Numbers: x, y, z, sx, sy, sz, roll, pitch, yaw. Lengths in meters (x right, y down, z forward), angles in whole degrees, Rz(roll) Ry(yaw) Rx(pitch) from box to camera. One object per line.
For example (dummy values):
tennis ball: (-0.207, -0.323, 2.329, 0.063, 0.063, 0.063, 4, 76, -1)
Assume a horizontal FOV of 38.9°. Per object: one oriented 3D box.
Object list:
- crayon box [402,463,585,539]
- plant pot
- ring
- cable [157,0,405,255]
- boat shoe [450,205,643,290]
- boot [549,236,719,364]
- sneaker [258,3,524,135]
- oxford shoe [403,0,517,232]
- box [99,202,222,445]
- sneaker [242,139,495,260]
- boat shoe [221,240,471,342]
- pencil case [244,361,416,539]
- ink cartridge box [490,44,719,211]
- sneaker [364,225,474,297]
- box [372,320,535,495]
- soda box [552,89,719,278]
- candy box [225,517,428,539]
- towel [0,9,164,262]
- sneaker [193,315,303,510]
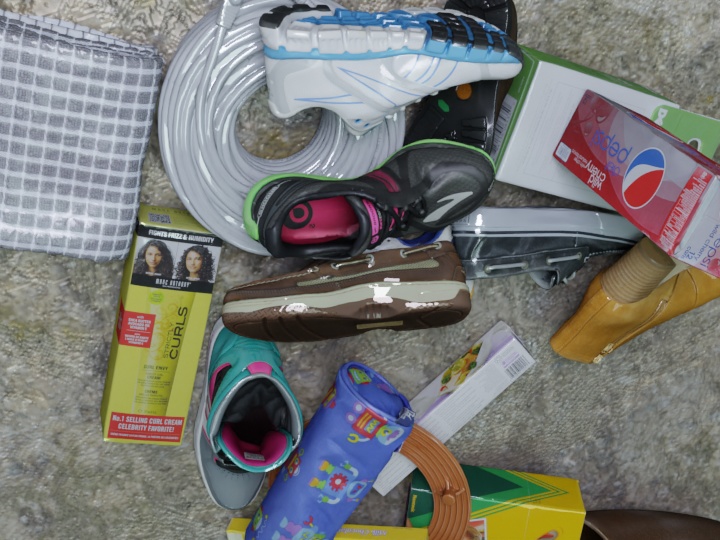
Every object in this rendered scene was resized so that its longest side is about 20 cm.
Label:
crayon box: (0.123, 0.299, 1.030, 0.169, 0.058, 0.204, 7, 114, 2)
plant pot: (0.309, 0.330, 1.076, 0.197, 0.187, 0.190, -7, 118, -28)
ring: (0.006, 0.219, 0.964, 0.196, 0.019, 0.204, 5, 118, 10)
cable: (-0.063, -0.116, 0.799, 0.198, 0.069, 0.202, 30, 101, -29)
boat shoe: (0.163, -0.020, 0.898, 0.196, 0.072, 0.073, 0, 96, -23)
boot: (0.275, 0.028, 0.976, 0.199, 0.071, 0.145, -1, 140, -41)
sneaker: (0.022, -0.143, 0.744, 0.196, 0.075, 0.088, 0, 121, -11)
oxford shoe: (0.089, -0.128, 0.830, 0.072, 0.084, 0.203, 24, 108, 19)
box: (-0.170, 0.048, 0.860, 0.074, 0.050, 0.203, 8, 112, -20)
sneaker: (0.012, -0.043, 0.766, 0.196, 0.084, 0.078, -15, 121, -7)
boat shoe: (-0.013, 0.010, 0.820, 0.198, 0.076, 0.075, -3, 158, -9)
pencil case: (-0.025, 0.178, 0.893, 0.086, 0.078, 0.202, 24, 108, -21)
ink cartridge box: (0.208, -0.115, 0.887, 0.196, 0.059, 0.105, 12, 111, -21)
sneaker: (0.000, 0.000, 0.885, 0.196, 0.075, 0.090, -11, 102, -15)
box: (0.079, 0.132, 0.978, 0.200, 0.039, 0.041, -43, 117, 6)
soda box: (0.222, -0.068, 0.763, 0.069, 0.201, 0.064, 19, 110, -23)
candy box: (-0.027, 0.289, 0.981, 0.196, 0.027, 0.104, 0, 120, 14)
towel: (-0.254, -0.100, 0.746, 0.196, 0.086, 0.169, 7, 112, -19)
sneaker: (-0.098, 0.149, 0.888, 0.082, 0.121, 0.204, -2, 115, -15)
